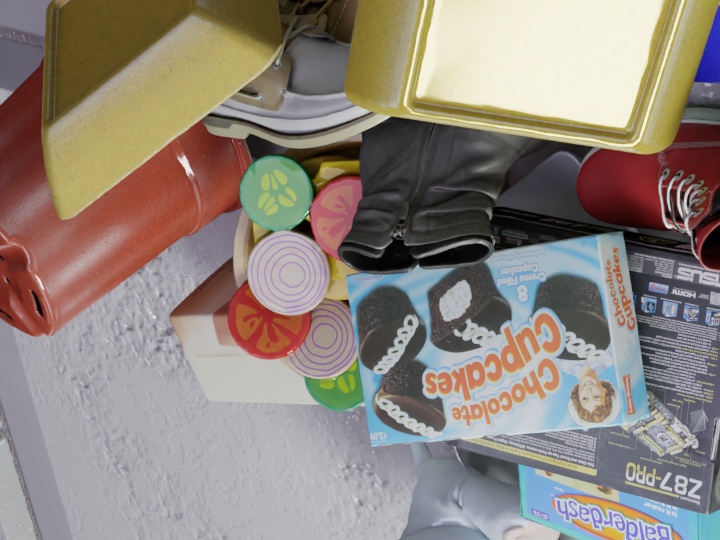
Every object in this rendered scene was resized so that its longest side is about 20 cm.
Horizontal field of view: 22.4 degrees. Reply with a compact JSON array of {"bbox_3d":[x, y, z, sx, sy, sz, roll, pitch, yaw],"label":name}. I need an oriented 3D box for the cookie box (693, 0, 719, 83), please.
[{"bbox_3d":[0.154,-0.201,1.059,0.198,0.075,0.173,9,126,39],"label":"cookie box"}]

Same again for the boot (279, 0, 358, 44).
[{"bbox_3d":[-0.048,-0.183,1.268,0.155,0.073,0.201,41,144,11],"label":"boot"}]

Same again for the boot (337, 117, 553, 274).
[{"bbox_3d":[0.083,-0.060,1.161,0.198,0.132,0.068,-12,142,23],"label":"boot"}]

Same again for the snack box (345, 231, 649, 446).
[{"bbox_3d":[0.085,0.047,1.165,0.198,0.037,0.118,-10,89,38],"label":"snack box"}]

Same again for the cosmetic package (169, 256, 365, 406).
[{"bbox_3d":[-0.041,0.042,1.418,0.199,0.103,0.088,-3,120,42],"label":"cosmetic package"}]

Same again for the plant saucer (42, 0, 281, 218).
[{"bbox_3d":[-0.147,-0.162,1.218,0.199,0.201,0.048,-35,129,23],"label":"plant saucer"}]

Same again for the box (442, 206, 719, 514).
[{"bbox_3d":[0.153,0.054,1.169,0.198,0.049,0.163,11,100,34],"label":"box"}]

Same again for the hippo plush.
[{"bbox_3d":[0.063,0.234,1.403,0.201,0.160,0.159,56,158,-11],"label":"hippo plush"}]

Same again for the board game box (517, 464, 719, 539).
[{"bbox_3d":[0.178,0.109,1.263,0.151,0.045,0.202,18,131,32],"label":"board game box"}]

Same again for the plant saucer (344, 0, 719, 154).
[{"bbox_3d":[0.100,-0.144,0.981,0.197,0.049,0.201,7,131,-4],"label":"plant saucer"}]

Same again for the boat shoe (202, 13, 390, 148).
[{"bbox_3d":[-0.048,-0.128,1.192,0.199,0.075,0.069,3,127,45],"label":"boat shoe"}]

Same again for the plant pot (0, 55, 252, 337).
[{"bbox_3d":[-0.218,-0.066,1.388,0.200,0.195,0.202,35,152,22],"label":"plant pot"}]

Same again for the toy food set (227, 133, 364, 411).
[{"bbox_3d":[0.000,0.000,1.271,0.195,0.049,0.202,-3,103,11],"label":"toy food set"}]

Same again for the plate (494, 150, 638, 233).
[{"bbox_3d":[0.154,0.026,1.278,0.200,0.032,0.199,50,142,-2],"label":"plate"}]

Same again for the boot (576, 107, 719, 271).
[{"bbox_3d":[0.194,-0.041,1.086,0.198,0.144,0.073,-4,113,39],"label":"boot"}]
